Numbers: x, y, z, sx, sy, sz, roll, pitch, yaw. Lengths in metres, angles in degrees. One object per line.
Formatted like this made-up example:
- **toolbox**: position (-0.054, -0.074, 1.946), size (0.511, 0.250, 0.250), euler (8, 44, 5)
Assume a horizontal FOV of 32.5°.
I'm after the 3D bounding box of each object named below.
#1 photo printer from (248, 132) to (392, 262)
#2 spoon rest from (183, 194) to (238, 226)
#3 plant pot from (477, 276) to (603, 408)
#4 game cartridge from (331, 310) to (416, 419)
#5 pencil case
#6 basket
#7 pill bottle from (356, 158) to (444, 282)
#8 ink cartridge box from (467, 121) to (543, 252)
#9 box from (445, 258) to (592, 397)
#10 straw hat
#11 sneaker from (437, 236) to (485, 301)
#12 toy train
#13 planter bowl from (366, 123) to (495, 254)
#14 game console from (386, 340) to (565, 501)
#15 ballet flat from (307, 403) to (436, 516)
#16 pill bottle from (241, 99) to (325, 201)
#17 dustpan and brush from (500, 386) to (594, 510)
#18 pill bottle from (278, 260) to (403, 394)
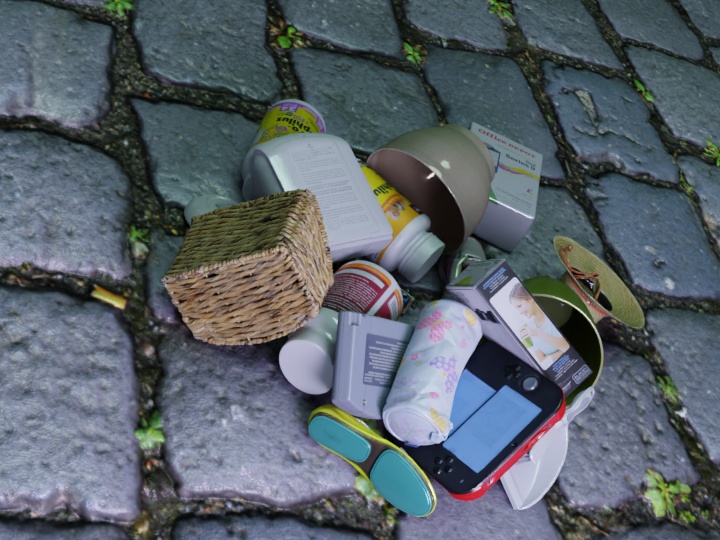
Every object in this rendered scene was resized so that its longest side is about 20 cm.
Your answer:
- **photo printer**: position (-0.062, -0.108, 1.780), size (0.166, 0.069, 0.200), euler (-14, 69, -38)
- **spoon rest**: position (-0.182, -0.046, 1.782), size (0.099, 0.061, 0.200), euler (-8, 40, -40)
- **plant pot**: position (0.267, 0.087, 1.844), size (0.187, 0.187, 0.200), euler (30, 22, -1)
- **game cartridge**: position (0.023, 0.129, 1.632), size (0.041, 0.134, 0.200), euler (5, -6, 29)
- **pencil case**: position (0.097, 0.134, 1.636), size (0.090, 0.083, 0.200), euler (8, 51, 18)
- **basket**: position (-0.136, 0.000, 1.640), size (0.143, 0.199, 0.149), euler (62, 26, -30)
- **pill bottle**: position (0.030, -0.074, 1.893), size (0.200, 0.109, 0.109), euler (41, 40, 12)
- **ink cartridge box**: position (0.225, -0.146, 2.113), size (0.145, 0.088, 0.200), euler (26, 38, -6)
- **box**: position (0.213, 0.079, 1.675), size (0.060, 0.117, 0.200), euler (-40, 100, -12)
- **straw hat**: position (0.356, 0.043, 1.990), size (0.201, 0.085, 0.201), euler (36, 24, -19)
- **sneaker**: position (0.170, 0.008, 1.912), size (0.081, 0.088, 0.200), euler (22, 40, -11)
- **toy train**: position (0.000, 0.000, 1.851), size (0.200, 0.034, 0.046), euler (35, 28, 5)
- **planter bowl**: position (0.126, -0.144, 1.929), size (0.200, 0.200, 0.135), euler (41, 63, 13)
- **game console**: position (0.153, 0.194, 1.617), size (0.200, 0.031, 0.177), euler (-41, 45, -12)
- **ballet flat**: position (0.022, 0.238, 1.599), size (0.200, 0.067, 0.067), euler (36, 19, 8)
- **pill bottle**: position (-0.122, -0.173, 1.906), size (0.104, 0.104, 0.200), euler (25, 39, -7)
- **dustpan and brush**: position (0.259, 0.219, 1.699), size (0.200, 0.057, 0.140), euler (-42, 116, -43)
- **pill bottle**: position (-0.029, 0.079, 1.691), size (0.113, 0.113, 0.200), euler (35, 39, 6)
